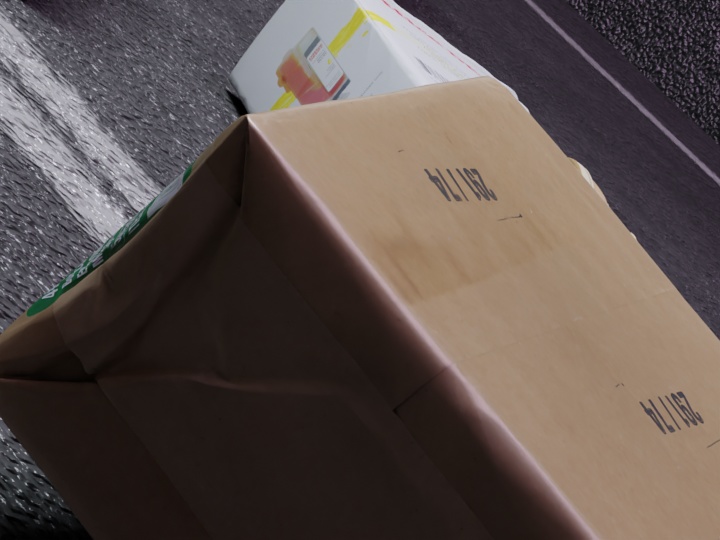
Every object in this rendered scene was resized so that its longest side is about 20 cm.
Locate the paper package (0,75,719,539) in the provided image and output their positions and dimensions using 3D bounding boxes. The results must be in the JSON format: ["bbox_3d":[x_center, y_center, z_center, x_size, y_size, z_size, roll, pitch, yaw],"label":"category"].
[{"bbox_3d":[0.026,0.050,0.778,0.191,0.103,0.200,50,21,7],"label":"paper package"}]

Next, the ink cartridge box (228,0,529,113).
[{"bbox_3d":[0.033,-0.047,1.390,0.145,0.083,0.200,36,11,-26],"label":"ink cartridge box"}]

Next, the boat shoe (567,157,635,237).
[{"bbox_3d":[0.111,0.012,1.479,0.069,0.074,0.200,39,20,-19],"label":"boat shoe"}]
